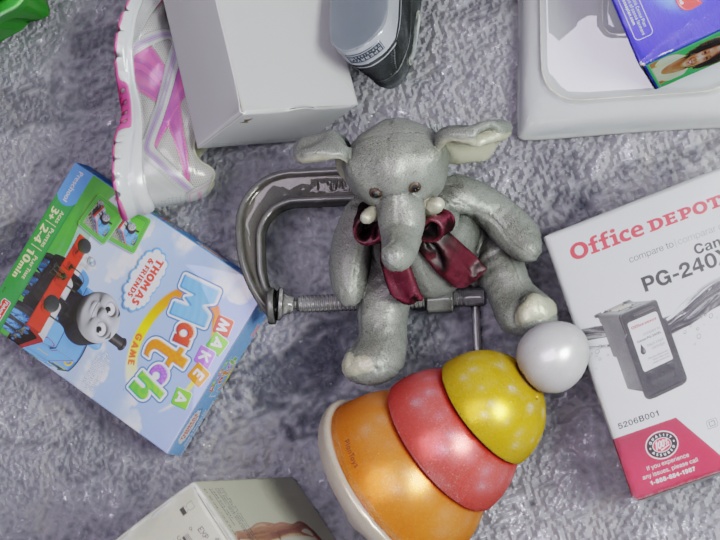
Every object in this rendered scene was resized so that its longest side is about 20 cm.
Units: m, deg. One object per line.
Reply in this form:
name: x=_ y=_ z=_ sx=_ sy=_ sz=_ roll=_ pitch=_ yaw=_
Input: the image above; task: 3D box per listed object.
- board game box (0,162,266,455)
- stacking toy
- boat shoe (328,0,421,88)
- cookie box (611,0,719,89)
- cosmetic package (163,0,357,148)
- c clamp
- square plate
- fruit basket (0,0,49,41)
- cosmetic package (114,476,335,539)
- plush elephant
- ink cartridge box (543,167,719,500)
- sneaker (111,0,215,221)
board game box: x=-0.185 y=0.029 z=1.391 sx=0.199 sy=0.037 sz=0.152 roll=33 pitch=93 yaw=17
stacking toy: x=0.082 y=0.107 z=1.225 sx=0.200 sy=0.146 sz=0.147 roll=-39 pitch=74 yaw=21
boat shoe: x=0.022 y=-0.231 z=1.337 sx=0.073 sy=0.068 sz=0.200 roll=-18 pitch=54 yaw=26
cookie box: x=0.262 y=-0.250 z=1.229 sx=0.199 sy=0.075 sz=0.172 roll=-24 pitch=77 yaw=14
cosmetic package: x=-0.086 y=-0.202 z=1.336 sx=0.085 sy=0.107 sz=0.201 roll=-27 pitch=72 yaw=55
c clamp: x=0.000 y=0.000 z=1.325 sx=0.199 sy=0.027 sz=0.172 roll=3 pitch=80 yaw=6
square plate: x=0.209 y=-0.202 z=1.295 sx=0.197 sy=0.028 sz=0.201 roll=-2 pitch=83 yaw=18
fruit basket: x=-0.346 y=-0.281 z=1.392 sx=0.155 sy=0.216 sz=0.217 roll=-25 pitch=77 yaw=13
cosmetic package: x=-0.096 y=0.212 z=1.258 sx=0.103 sy=0.200 sz=0.087 roll=-39 pitch=75 yaw=12
plush elephant: x=0.038 y=-0.040 z=1.233 sx=0.164 sy=0.155 sz=0.201 roll=-11 pitch=69 yaw=18
ink cartridge box: x=0.230 y=0.045 z=1.232 sx=0.145 sy=0.083 sz=0.201 roll=-21 pitch=78 yaw=15
sneaker: x=-0.149 y=-0.135 z=1.381 sx=0.088 sy=0.081 sz=0.201 roll=0 pitch=76 yaw=-4
